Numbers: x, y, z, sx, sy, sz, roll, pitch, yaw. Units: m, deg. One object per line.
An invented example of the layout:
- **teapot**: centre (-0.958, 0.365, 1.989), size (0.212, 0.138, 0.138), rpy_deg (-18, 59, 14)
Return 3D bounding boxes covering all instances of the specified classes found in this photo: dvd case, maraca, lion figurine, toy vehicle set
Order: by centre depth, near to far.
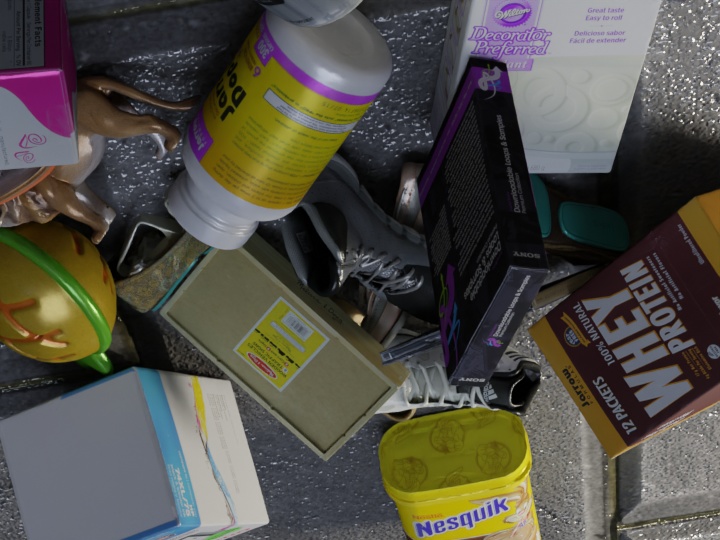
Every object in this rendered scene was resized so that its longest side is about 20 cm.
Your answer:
- **lion figurine**: centre (-0.222, -0.097, 1.504), size (0.122, 0.073, 0.200), rpy_deg (38, 113, -10)
- **maraca**: centre (-0.260, 0.026, 1.615), size (0.107, 0.137, 0.200), rpy_deg (-47, 162, -19)
- **dvd case**: centre (0.120, 0.036, 1.657), size (0.148, 0.016, 0.200), rpy_deg (-22, 179, 28)
- **toy vehicle set**: centre (-0.067, 0.062, 1.674), size (0.200, 0.027, 0.124), rpy_deg (42, 130, -3)

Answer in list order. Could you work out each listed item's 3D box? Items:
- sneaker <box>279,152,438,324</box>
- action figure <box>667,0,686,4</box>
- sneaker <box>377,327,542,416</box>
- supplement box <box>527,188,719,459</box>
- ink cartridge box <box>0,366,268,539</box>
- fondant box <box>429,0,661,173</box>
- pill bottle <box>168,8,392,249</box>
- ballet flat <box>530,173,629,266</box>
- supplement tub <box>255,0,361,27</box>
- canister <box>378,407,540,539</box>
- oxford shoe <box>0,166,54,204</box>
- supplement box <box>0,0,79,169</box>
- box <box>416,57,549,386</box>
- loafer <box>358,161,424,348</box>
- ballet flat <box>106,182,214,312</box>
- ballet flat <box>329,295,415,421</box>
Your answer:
- **sneaker**: centre (0.000, 0.000, 1.564), size (0.200, 0.116, 0.075), rpy_deg (42, 125, -18)
- **action figure**: centre (0.241, -0.281, 1.322), size (0.199, 0.105, 0.194), rpy_deg (-20, 144, -27)
- **sneaker**: centre (0.078, 0.092, 1.727), size (0.200, 0.076, 0.115), rpy_deg (-6, -172, -35)
- **supplement box**: centre (0.290, 0.033, 1.636), size (0.200, 0.133, 0.197), rpy_deg (-41, 166, 35)
- **ink cartridge box**: centre (-0.200, 0.182, 1.741), size (0.146, 0.147, 0.200), rpy_deg (-22, 167, 17)
- **fondant box**: centre (0.138, -0.159, 1.491), size (0.143, 0.058, 0.201), rpy_deg (-1, 141, -8)
- **pill bottle**: centre (-0.068, -0.109, 1.460), size (0.104, 0.105, 0.200), rpy_deg (17, 127, -29)
- **ballet flat**: centre (0.143, -0.043, 1.638), size (0.072, 0.068, 0.199), rpy_deg (-23, 152, 39)
- **supplement tub**: centre (-0.077, -0.256, 1.273), size (0.122, 0.123, 0.200), rpy_deg (-34, 135, 30)
- **canister**: centre (0.106, 0.230, 1.965), size (0.148, 0.087, 0.200), rpy_deg (-11, 144, 4)
- **oxford shoe**: centre (-0.324, -0.081, 1.465), size (0.199, 0.072, 0.073), rpy_deg (-11, 171, 16)
- **supplement box**: centre (-0.308, -0.137, 1.402), size (0.199, 0.104, 0.101), rpy_deg (-4, 142, -4)
- **box**: centre (0.087, -0.035, 1.432), size (0.036, 0.201, 0.143), rpy_deg (6, 141, -15)
- **loafer**: centre (0.032, -0.017, 1.658), size (0.063, 0.072, 0.200), rpy_deg (21, 130, -9)
- **ballet flat**: centre (-0.147, -0.037, 1.596), size (0.070, 0.071, 0.200), rpy_deg (21, 134, -32)
- **ballet flat**: centre (-0.007, 0.078, 1.765), size (0.068, 0.063, 0.200), rpy_deg (-28, 138, 27)
